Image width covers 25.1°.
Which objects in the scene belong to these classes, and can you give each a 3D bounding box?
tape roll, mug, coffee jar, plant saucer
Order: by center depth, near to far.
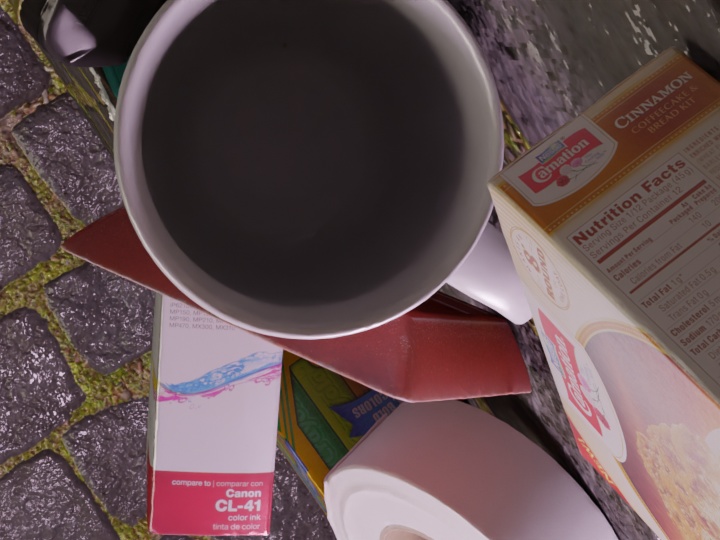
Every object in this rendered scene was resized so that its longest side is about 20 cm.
[{"bbox_3d":[-0.007,-0.039,0.683,0.199,0.148,0.175,32,179,-8],"label":"mug"},{"bbox_3d":[-0.021,0.012,0.834,0.199,0.037,0.199,22,-174,23],"label":"plant saucer"},{"bbox_3d":[-0.181,-0.212,0.915,0.085,0.105,0.201,-10,-125,-49],"label":"coffee jar"},{"bbox_3d":[0.072,0.177,1.022,0.202,0.071,0.203,34,150,23],"label":"tape roll"}]

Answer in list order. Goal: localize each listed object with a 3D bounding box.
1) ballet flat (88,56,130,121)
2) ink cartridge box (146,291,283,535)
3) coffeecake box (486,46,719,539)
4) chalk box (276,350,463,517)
[{"bbox_3d":[-0.156,-0.158,0.999,0.072,0.071,0.202,106,143,-79],"label":"ballet flat"},{"bbox_3d":[-0.096,0.053,1.061,0.148,0.085,0.202,-111,27,-72],"label":"ink cartridge box"},{"bbox_3d":[0.133,0.057,0.450,0.200,0.073,0.154,49,170,40],"label":"coffeecake box"},{"bbox_3d":[0.020,0.134,1.191,0.200,0.124,0.124,51,171,18],"label":"chalk box"}]
